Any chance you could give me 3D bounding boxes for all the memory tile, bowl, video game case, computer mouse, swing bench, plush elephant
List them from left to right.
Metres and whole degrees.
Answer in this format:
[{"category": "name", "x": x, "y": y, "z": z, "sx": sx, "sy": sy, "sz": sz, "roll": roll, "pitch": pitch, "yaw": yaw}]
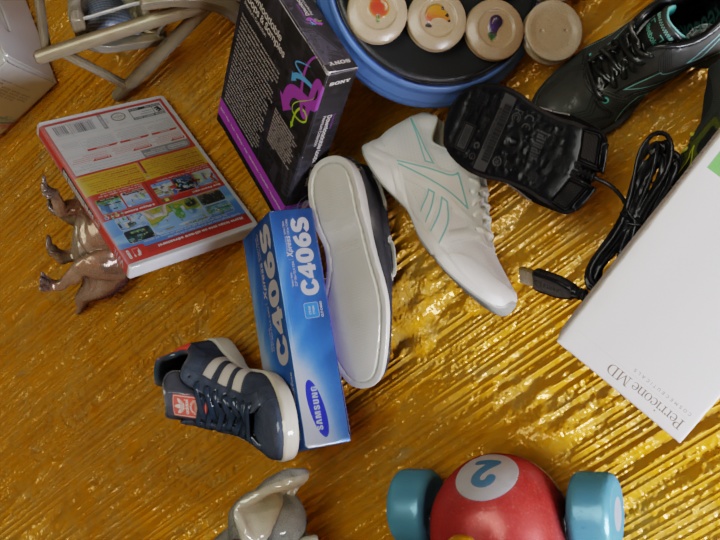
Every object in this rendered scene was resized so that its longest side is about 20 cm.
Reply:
[{"category": "swing bench", "x": -0.235, "y": -0.320, "z": 0.941, "sx": 0.197, "sy": 0.129, "sz": 0.202, "roll": -21, "pitch": 72, "yaw": 22}, {"category": "video game case", "x": -0.211, "y": -0.090, "z": 0.895, "sx": 0.201, "sy": 0.142, "sz": 0.018, "roll": 51, "pitch": 142, "yaw": 24}, {"category": "plush elephant", "x": -0.077, "y": 0.259, "z": 0.767, "sx": 0.199, "sy": 0.165, "sz": 0.156, "roll": 37, "pitch": 59, "yaw": -4}, {"category": "bowl", "x": 0.061, "y": -0.242, "z": 0.764, "sx": 0.197, "sy": 0.039, "sz": 0.205, "roll": 0, "pitch": 87, "yaw": -8}, {"category": "memory tile", "x": 0.088, "y": -0.251, "z": 0.740, "sx": 0.196, "sy": 0.017, "sz": 0.156, "roll": 5, "pitch": 87, "yaw": -8}, {"category": "computer mouse", "x": 0.144, "y": -0.060, "z": 0.717, "sx": 0.198, "sy": 0.046, "sz": 0.143, "roll": 24, "pitch": 101, "yaw": 33}]

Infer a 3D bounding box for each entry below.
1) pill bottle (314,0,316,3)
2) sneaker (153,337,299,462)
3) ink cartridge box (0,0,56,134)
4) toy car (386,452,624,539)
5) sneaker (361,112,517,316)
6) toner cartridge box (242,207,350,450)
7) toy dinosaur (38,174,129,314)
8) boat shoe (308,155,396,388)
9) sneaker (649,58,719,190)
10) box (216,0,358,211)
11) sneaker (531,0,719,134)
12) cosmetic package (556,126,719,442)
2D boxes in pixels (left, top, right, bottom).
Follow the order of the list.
[{"category": "pill bottle", "x": -0.030, "y": -0.290, "z": 0.838, "sx": 0.111, "sy": 0.112, "sz": 0.204, "roll": -16, "pitch": 75, "yaw": 24}, {"category": "sneaker", "x": -0.124, "y": 0.117, "z": 0.796, "sx": 0.199, "sy": 0.083, "sz": 0.076, "roll": 22, "pitch": 114, "yaw": 56}, {"category": "ink cartridge box", "x": -0.471, "y": -0.229, "z": 1.076, "sx": 0.199, "sy": 0.083, "sz": 0.147, "roll": -34, "pitch": 68, "yaw": 19}, {"category": "toy car", "x": 0.082, "y": 0.224, "z": 0.647, "sx": 0.181, "sy": 0.199, "sz": 0.181, "roll": -5, "pitch": 79, "yaw": 26}, {"category": "sneaker", "x": 0.079, "y": -0.054, "z": 0.768, "sx": 0.080, "sy": 0.070, "sz": 0.202, "roll": -36, "pitch": 68, "yaw": 8}, {"category": "toner cartridge box", "x": -0.059, "y": 0.056, "z": 0.803, "sx": 0.095, "sy": 0.042, "sz": 0.204, "roll": 145, "pitch": 117, "yaw": -65}, {"category": "toy dinosaur", "x": -0.260, "y": -0.037, "z": 0.942, "sx": 0.133, "sy": 0.086, "sz": 0.204, "roll": 3, "pitch": 107, "yaw": -15}, {"category": "boat shoe", "x": 0.000, "y": 0.000, "z": 0.805, "sx": 0.073, "sy": 0.060, "sz": 0.204, "roll": -16, "pitch": 83, "yaw": 32}, {"category": "sneaker", "x": 0.248, "y": -0.060, "z": 0.677, "sx": 0.083, "sy": 0.074, "sz": 0.204, "roll": 6, "pitch": 85, "yaw": 28}, {"category": "box", "x": -0.072, "y": -0.157, "z": 0.817, "sx": 0.144, "sy": 0.036, "sz": 0.201, "roll": 58, "pitch": 150, "yaw": 23}, {"category": "sneaker", "x": 0.215, "y": -0.172, "z": 0.711, "sx": 0.198, "sy": 0.079, "sz": 0.076, "roll": -30, "pitch": 71, "yaw": 22}, {"category": "cosmetic package", "x": 0.232, "y": -0.002, "z": 0.600, "sx": 0.107, "sy": 0.085, "sz": 0.201, "roll": 37, "pitch": 102, "yaw": 12}]
